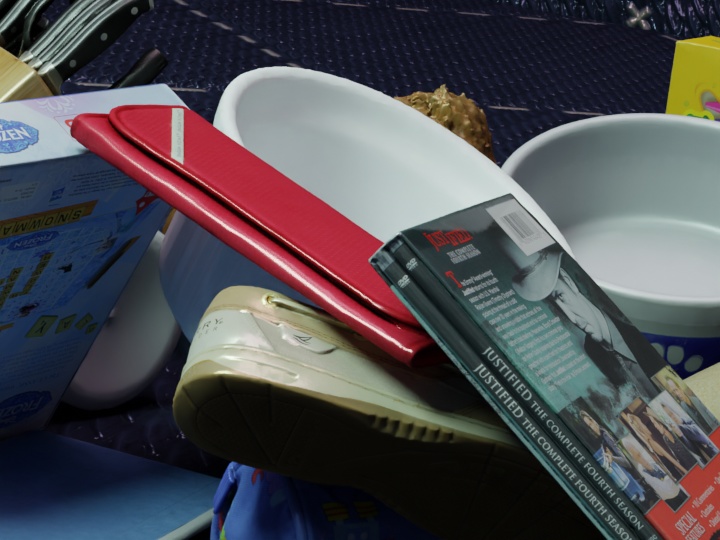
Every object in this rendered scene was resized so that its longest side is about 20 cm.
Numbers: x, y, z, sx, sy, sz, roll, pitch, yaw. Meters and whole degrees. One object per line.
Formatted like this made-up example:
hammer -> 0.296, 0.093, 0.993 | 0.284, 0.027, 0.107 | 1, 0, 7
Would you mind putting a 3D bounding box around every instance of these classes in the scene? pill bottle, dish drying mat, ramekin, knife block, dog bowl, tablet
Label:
pill bottle -> -0.197, 0.000, 1.186 | 0.200, 0.107, 0.106 | 19, 18, 41
dish drying mat -> -0.029, -0.019, 0.887 | 0.200, 0.018, 0.077 | 33, 22, 31
ramekin -> 0.000, 0.000, 1.036 | 0.200, 0.098, 0.201 | 27, 26, -14
knife block -> -0.187, -0.070, 1.119 | 0.175, 0.064, 0.201 | -14, 44, 20
dog bowl -> 0.171, -0.007, 1.206 | 0.199, 0.079, 0.200 | 2, 33, -1
tablet -> -0.147, 0.112, 0.959 | 0.130, 0.014, 0.200 | 13, 14, 22

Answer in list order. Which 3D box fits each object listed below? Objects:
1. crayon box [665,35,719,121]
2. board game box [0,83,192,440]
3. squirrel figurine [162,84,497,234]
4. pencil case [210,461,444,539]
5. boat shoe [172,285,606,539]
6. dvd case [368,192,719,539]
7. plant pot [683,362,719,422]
crayon box -> 0.274, -0.035, 1.369 | 0.172, 0.201, 0.058 | 14, 16, 27
board game box -> -0.185, 0.011, 0.963 | 0.041, 0.200, 0.200 | 47, 33, 22
squirrel figurine -> -0.021, -0.034, 1.256 | 0.186, 0.142, 0.200 | -5, -23, -15
pencil case -> 0.026, 0.105, 0.938 | 0.199, 0.078, 0.087 | -4, 42, -39
boat shoe -> 0.025, 0.056, 0.864 | 0.199, 0.074, 0.069 | 22, 47, -16
dvd case -> 0.098, 0.055, 0.845 | 0.200, 0.022, 0.146 | 50, 21, 7
plant pot -> 0.247, 0.088, 0.976 | 0.199, 0.188, 0.187 | -6, 13, 6
